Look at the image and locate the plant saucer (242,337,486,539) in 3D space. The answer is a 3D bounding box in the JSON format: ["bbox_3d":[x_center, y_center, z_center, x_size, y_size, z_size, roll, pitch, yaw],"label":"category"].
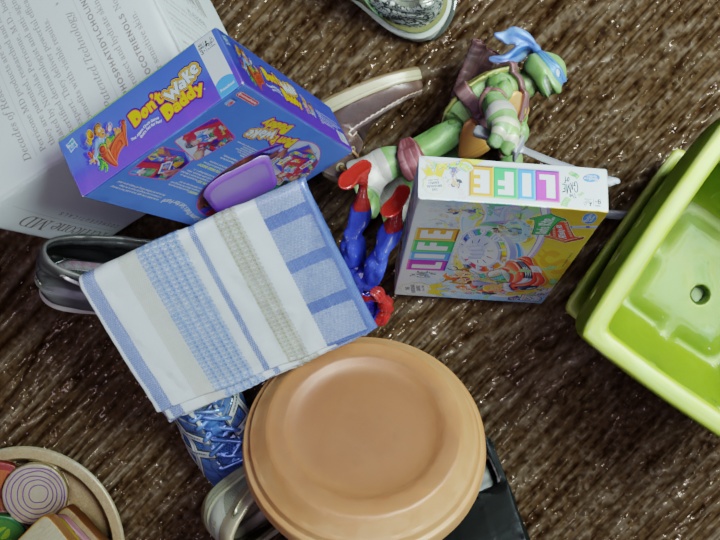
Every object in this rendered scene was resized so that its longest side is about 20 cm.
[{"bbox_3d":[0.003,0.132,0.745,0.198,0.038,0.201,1,52,-1],"label":"plant saucer"}]

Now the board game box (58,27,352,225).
[{"bbox_3d":[-0.103,-0.091,0.681,0.134,0.200,0.045,-31,76,14],"label":"board game box"}]

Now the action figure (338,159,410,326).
[{"bbox_3d":[0.000,0.000,0.760,0.065,0.201,0.052,30,58,17],"label":"action figure"}]

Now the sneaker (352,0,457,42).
[{"bbox_3d":[-0.009,-0.265,0.782,0.199,0.089,0.077,24,94,1],"label":"sneaker"}]

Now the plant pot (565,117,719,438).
[{"bbox_3d":[0.290,0.016,0.738,0.198,0.181,0.201,34,93,0],"label":"plant pot"}]

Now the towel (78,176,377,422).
[{"bbox_3d":[-0.102,0.026,0.725,0.199,0.024,0.148,-23,114,9],"label":"towel"}]

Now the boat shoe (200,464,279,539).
[{"bbox_3d":[-0.043,0.165,0.790,0.200,0.065,0.072,-37,113,-19],"label":"boat shoe"}]

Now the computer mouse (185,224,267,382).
[{"bbox_3d":[-0.098,0.025,0.833,0.058,0.034,0.201,-29,84,-11],"label":"computer mouse"}]

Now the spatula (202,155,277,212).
[{"bbox_3d":[-0.077,-0.030,0.754,0.056,0.200,0.021,-27,59,-4],"label":"spatula"}]

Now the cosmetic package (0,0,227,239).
[{"bbox_3d":[-0.209,-0.145,0.732,0.199,0.167,0.167,-30,78,12],"label":"cosmetic package"}]

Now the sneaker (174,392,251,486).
[{"bbox_3d":[-0.135,0.128,0.813,0.075,0.077,0.201,-30,93,2],"label":"sneaker"}]

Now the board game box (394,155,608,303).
[{"bbox_3d":[0.101,-0.025,0.732,0.133,0.200,0.034,4,69,-1],"label":"board game box"}]

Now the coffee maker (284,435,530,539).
[{"bbox_3d":[0.044,0.251,0.756,0.199,0.192,0.135,-21,108,5],"label":"coffee maker"}]

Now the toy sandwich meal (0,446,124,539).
[{"bbox_3d":[-0.302,0.260,0.830,0.203,0.070,0.207,0,93,2],"label":"toy sandwich meal"}]

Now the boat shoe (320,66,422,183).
[{"bbox_3d":[-0.028,-0.108,0.804,0.199,0.072,0.072,-27,99,8],"label":"boat shoe"}]

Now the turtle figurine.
[{"bbox_3d":[0.102,-0.078,0.757,0.193,0.144,0.201,-28,99,13],"label":"turtle figurine"}]

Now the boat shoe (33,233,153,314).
[{"bbox_3d":[-0.167,0.007,0.767,0.198,0.057,0.067,4,55,-13],"label":"boat shoe"}]
